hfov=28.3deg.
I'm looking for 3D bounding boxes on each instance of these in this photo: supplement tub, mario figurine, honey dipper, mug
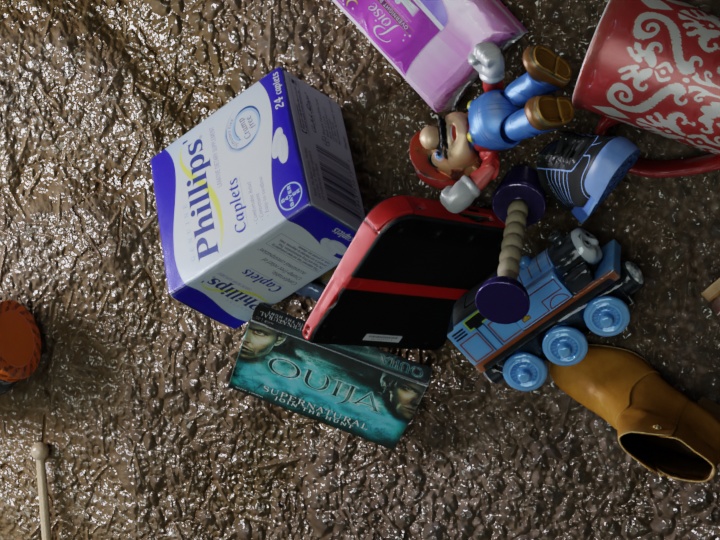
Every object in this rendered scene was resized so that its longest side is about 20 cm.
[{"bbox_3d":[-0.495,0.103,1.738,0.198,0.122,0.124,-13,98,25],"label":"supplement tub"},{"bbox_3d":[0.108,-0.137,1.363,0.106,0.124,0.200,45,141,-11],"label":"mario figurine"},{"bbox_3d":[-0.398,0.314,1.798,0.038,0.038,0.202,1,101,23],"label":"honey dipper"},{"bbox_3d":[0.313,-0.169,1.340,0.199,0.178,0.134,23,71,12],"label":"mug"}]

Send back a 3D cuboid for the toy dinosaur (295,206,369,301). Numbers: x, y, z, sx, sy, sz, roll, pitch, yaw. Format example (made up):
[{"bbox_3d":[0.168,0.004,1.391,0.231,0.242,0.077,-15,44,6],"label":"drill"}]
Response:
[{"bbox_3d":[0.000,0.000,1.545,0.180,0.200,0.106,19,67,-1],"label":"toy dinosaur"}]

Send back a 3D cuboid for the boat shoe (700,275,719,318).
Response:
[{"bbox_3d":[0.414,-0.015,1.346,0.070,0.070,0.200,50,125,12],"label":"boat shoe"}]

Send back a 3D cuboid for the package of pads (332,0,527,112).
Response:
[{"bbox_3d":[0.057,-0.267,1.432,0.200,0.076,0.121,48,115,6],"label":"package of pads"}]

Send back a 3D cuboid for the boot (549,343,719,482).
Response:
[{"bbox_3d":[0.265,0.138,1.406,0.200,0.144,0.071,21,110,17],"label":"boot"}]

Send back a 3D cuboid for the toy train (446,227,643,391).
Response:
[{"bbox_3d":[0.185,0.037,1.435,0.200,0.087,0.114,-37,107,27],"label":"toy train"}]

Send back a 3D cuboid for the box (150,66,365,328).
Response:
[{"bbox_3d":[-0.108,-0.074,1.491,0.199,0.105,0.185,-32,52,27],"label":"box"}]

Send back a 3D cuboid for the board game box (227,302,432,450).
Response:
[{"bbox_3d":[-0.035,0.115,1.530,0.198,0.028,0.136,20,140,-2],"label":"board game box"}]

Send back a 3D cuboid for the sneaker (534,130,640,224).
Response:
[{"bbox_3d":[0.206,-0.098,1.352,0.078,0.200,0.070,41,82,5],"label":"sneaker"}]

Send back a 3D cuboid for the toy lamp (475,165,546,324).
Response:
[{"bbox_3d":[0.148,-0.032,1.387,0.058,0.201,0.059,8,130,10],"label":"toy lamp"}]

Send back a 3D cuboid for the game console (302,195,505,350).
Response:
[{"bbox_3d":[0.052,0.007,1.445,0.177,0.199,0.031,-56,49,26],"label":"game console"}]
